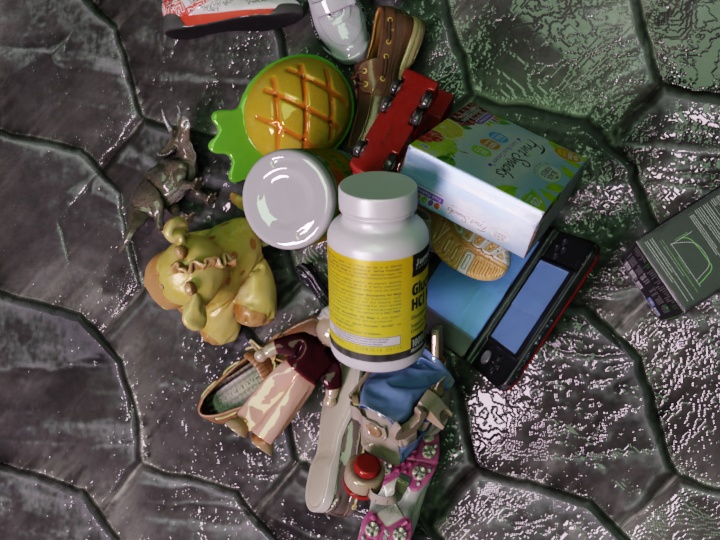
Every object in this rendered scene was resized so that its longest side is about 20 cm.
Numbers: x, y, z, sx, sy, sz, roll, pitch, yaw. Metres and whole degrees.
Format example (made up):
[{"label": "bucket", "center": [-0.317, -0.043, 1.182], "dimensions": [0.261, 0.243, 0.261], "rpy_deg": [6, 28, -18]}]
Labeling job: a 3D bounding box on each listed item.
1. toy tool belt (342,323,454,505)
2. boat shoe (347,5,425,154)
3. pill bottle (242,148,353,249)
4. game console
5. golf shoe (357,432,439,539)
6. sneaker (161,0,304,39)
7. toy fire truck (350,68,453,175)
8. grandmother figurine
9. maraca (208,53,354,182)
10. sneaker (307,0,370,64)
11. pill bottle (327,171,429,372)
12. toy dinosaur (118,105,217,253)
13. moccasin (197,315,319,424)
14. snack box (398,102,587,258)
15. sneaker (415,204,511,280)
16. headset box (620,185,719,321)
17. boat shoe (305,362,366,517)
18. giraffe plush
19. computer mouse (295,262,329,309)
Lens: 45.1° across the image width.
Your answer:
[{"label": "toy tool belt", "center": [0.043, 0.156, 1.003], "dimensions": [0.124, 0.200, 0.124], "rpy_deg": [25, 134, 15]}, {"label": "boat shoe", "center": [0.018, -0.240, 1.103], "dimensions": [0.067, 0.072, 0.202], "rpy_deg": [22, 82, -22]}, {"label": "pill bottle", "center": [-0.052, -0.091, 1.043], "dimensions": [0.110, 0.200, 0.113], "rpy_deg": [3, 99, 18]}, {"label": "game console", "center": [0.162, 0.015, 1.043], "dimensions": [0.118, 0.172, 0.201], "rpy_deg": [32, 93, -14]}, {"label": "golf shoe", "center": [0.045, 0.277, 1.066], "dimensions": [0.075, 0.092, 0.202], "rpy_deg": [18, 66, 10]}, {"label": "sneaker", "center": [-0.175, -0.380, 1.169], "dimensions": [0.199, 0.067, 0.109], "rpy_deg": [-3, 87, 14]}, {"label": "toy fire truck", "center": [0.052, -0.164, 1.045], "dimensions": [0.048, 0.141, 0.201], "rpy_deg": [25, 72, 12]}, {"label": "grandmother figurine", "center": [-0.071, 0.126, 1.055], "dimensions": [0.121, 0.060, 0.201], "rpy_deg": [38, 87, -30]}, {"label": "maraca", "center": [-0.098, -0.190, 1.106], "dimensions": [0.199, 0.107, 0.138], "rpy_deg": [-36, 99, -10]}, {"label": "sneaker", "center": [-0.048, -0.369, 1.117], "dimensions": [0.074, 0.115, 0.202], "rpy_deg": [-21, 81, 9]}, {"label": "pill bottle", "center": [0.019, 0.000, 0.953], "dimensions": [0.111, 0.113, 0.202], "rpy_deg": [5, 118, 12]}, {"label": "toy dinosaur", "center": [-0.262, -0.109, 1.170], "dimensions": [0.102, 0.077, 0.201], "rpy_deg": [40, 99, 24]}, {"label": "moccasin", "center": [-0.122, 0.125, 1.107], "dimensions": [0.200, 0.078, 0.074], "rpy_deg": [-30, 80, 7]}, {"label": "snack box", "center": [0.156, -0.112, 1.008], "dimensions": [0.168, 0.200, 0.068], "rpy_deg": [29, 125, 15]}, {"label": "sneaker", "center": [0.108, -0.050, 1.057], "dimensions": [0.199, 0.087, 0.076], "rpy_deg": [35, 95, 29]}, {"label": "headset box", "center": [0.406, -0.039, 0.966], "dimensions": [0.199, 0.174, 0.093], "rpy_deg": [-33, 79, 5]}, {"label": "boat shoe", "center": [-0.014, 0.205, 1.087], "dimensions": [0.059, 0.072, 0.202], "rpy_deg": [21, 73, -27]}, {"label": "giraffe plush", "center": [-0.191, 0.006, 1.062], "dimensions": [0.200, 0.162, 0.173], "rpy_deg": [-44, 79, 27]}, {"label": "computer mouse", "center": [0.000, 0.000, 1.064], "dimensions": [0.200, 0.044, 0.110], "rpy_deg": [-37, 77, 41]}]
